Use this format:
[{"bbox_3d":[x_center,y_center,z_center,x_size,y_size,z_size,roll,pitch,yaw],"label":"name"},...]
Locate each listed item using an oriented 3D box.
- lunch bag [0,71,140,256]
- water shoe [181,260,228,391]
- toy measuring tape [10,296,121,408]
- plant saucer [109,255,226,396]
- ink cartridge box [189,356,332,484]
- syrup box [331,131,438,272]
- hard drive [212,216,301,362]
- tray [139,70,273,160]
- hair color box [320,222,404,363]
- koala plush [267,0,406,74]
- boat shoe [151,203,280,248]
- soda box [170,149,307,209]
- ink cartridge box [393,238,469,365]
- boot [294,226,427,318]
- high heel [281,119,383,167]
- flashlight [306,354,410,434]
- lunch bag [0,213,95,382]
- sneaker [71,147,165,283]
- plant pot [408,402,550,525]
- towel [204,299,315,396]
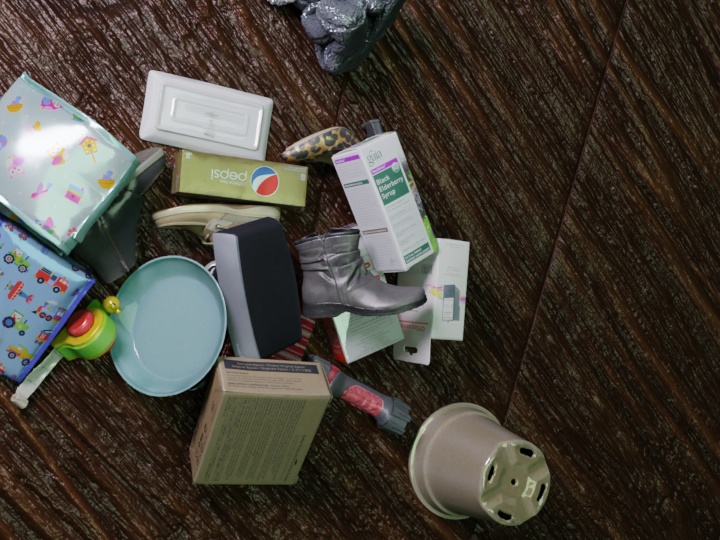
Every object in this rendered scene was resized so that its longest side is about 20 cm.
[{"bbox_3d":[-0.419,-0.137,1.191,0.199,0.122,0.171,35,75,6],"label":"lunch bag"},{"bbox_3d":[-0.223,0.084,1.320,0.071,0.079,0.202,17,83,-23],"label":"water shoe"},{"bbox_3d":[-0.405,0.118,1.241,0.074,0.073,0.201,44,71,-17],"label":"toy measuring tape"},{"bbox_3d":[-0.273,0.081,1.273,0.198,0.036,0.203,-4,79,20],"label":"plant saucer"},{"bbox_3d":[-0.152,0.225,1.299,0.163,0.075,0.201,6,126,-24],"label":"ink cartridge box"},{"bbox_3d":[0.039,-0.105,1.368,0.078,0.081,0.202,-30,106,-33],"label":"syrup box"},{"bbox_3d":[-0.146,0.030,1.301,0.134,0.042,0.202,-22,106,-51],"label":"hard drive"},{"bbox_3d":[-0.231,-0.234,1.349,0.198,0.022,0.109,10,87,-23],"label":"tray"},{"bbox_3d":[-0.015,0.034,1.420,0.110,0.064,0.202,-21,99,-21],"label":"hair color box"},{"bbox_3d":[-0.055,-0.427,1.372,0.200,0.184,0.177,44,64,5],"label":"koala plush"},{"bbox_3d":[-0.214,-0.066,1.332,0.198,0.072,0.066,-1,90,-28],"label":"boat shoe"},{"bbox_3d":[-0.184,-0.137,1.344,0.198,0.068,0.065,5,89,-23],"label":"soda box"},{"bbox_3d":[0.114,0.051,1.445,0.067,0.117,0.203,6,88,-30],"label":"ink cartridge box"},{"bbox_3d":[0.000,0.000,1.330,0.197,0.070,0.133,-4,97,2],"label":"boot"},{"bbox_3d":[-0.024,-0.155,1.409,0.198,0.071,0.144,-19,91,-31],"label":"high heel"},{"bbox_3d":[-0.009,0.206,1.419,0.199,0.068,0.068,31,77,-19],"label":"flashlight"},{"bbox_3d":[-0.486,0.048,1.210,0.150,0.094,0.201,36,85,-22],"label":"lunch bag"},{"bbox_3d":[-0.339,-0.083,1.286,0.200,0.074,0.107,-50,125,-22],"label":"sneaker"},{"bbox_3d":[0.207,0.329,1.450,0.198,0.183,0.203,0,89,-23],"label":"plant pot"},{"bbox_3d":[-0.150,0.123,1.366,0.144,0.022,0.202,28,78,-37],"label":"towel"}]
